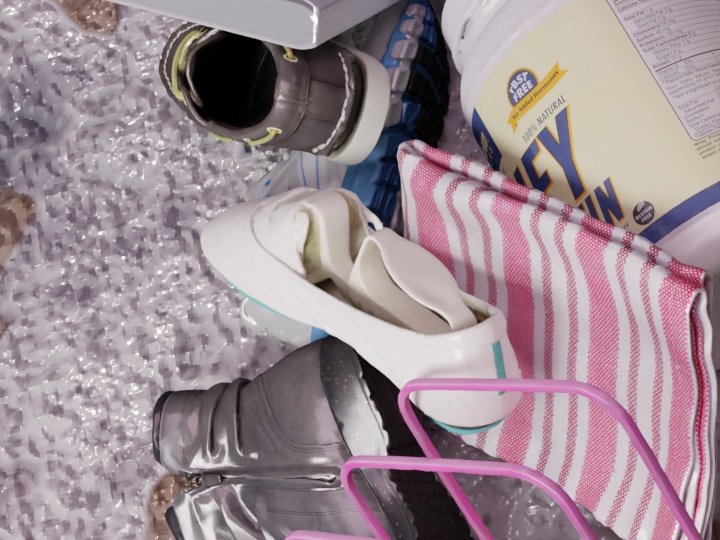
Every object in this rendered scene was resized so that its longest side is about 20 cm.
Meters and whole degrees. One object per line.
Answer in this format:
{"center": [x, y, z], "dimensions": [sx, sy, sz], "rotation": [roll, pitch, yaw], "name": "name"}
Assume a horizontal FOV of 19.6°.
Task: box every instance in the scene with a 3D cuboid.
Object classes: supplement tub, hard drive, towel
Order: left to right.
{"center": [-0.034, -0.161, 1.055], "dimensions": [0.131, 0.200, 0.026], "rotation": [16, 116, 21], "name": "hard drive"}
{"center": [0.081, 0.035, 0.932], "dimensions": [0.030, 0.147, 0.200], "rotation": [-24, 34, -31], "name": "towel"}
{"center": [0.135, -0.065, 0.978], "dimensions": [0.144, 0.145, 0.201], "rotation": [-30, 64, 4], "name": "supplement tub"}

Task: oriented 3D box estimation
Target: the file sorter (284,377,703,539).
{"center": [0.032, 0.152, 0.830], "dimensions": [0.138, 0.126, 0.200], "rotation": [-4, 38, 48], "name": "file sorter"}

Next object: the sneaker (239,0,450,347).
{"center": [-0.014, -0.054, 1.061], "dimensions": [0.086, 0.075, 0.201], "rotation": [9, 72, 26], "name": "sneaker"}

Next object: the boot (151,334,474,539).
{"center": [-0.019, 0.135, 0.997], "dimensions": [0.131, 0.070, 0.201], "rotation": [-25, 72, 23], "name": "boot"}

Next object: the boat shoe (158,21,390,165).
{"center": [-0.059, -0.100, 1.046], "dimensions": [0.201, 0.060, 0.072], "rotation": [22, 98, 58], "name": "boat shoe"}

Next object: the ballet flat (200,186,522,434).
{"center": [0.000, 0.000, 0.953], "dimensions": [0.200, 0.069, 0.070], "rotation": [35, 82, 37], "name": "ballet flat"}
